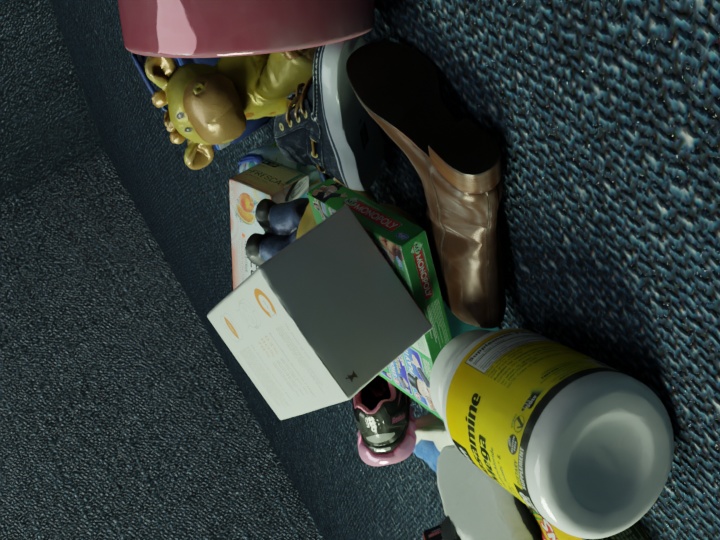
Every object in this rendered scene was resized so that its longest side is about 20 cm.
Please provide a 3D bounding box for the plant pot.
[{"bbox_3d":[-0.092,-0.267,0.775,0.200,0.197,0.182,-145,47,-61],"label":"plant pot"}]

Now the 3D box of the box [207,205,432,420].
[{"bbox_3d":[-0.043,0.044,0.894,0.125,0.097,0.200,54,157,-2],"label":"box"}]

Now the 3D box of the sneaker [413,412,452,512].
[{"bbox_3d":[0.098,0.216,1.127,0.200,0.076,0.113,-18,90,69],"label":"sneaker"}]

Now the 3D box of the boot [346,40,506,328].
[{"bbox_3d":[0.057,-0.064,0.840,0.187,0.064,0.201,56,168,36],"label":"boot"}]

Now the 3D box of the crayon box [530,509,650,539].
[{"bbox_3d":[0.200,0.259,0.905,0.128,0.050,0.201,56,164,27],"label":"crayon box"}]

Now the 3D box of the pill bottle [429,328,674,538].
[{"bbox_3d":[0.129,0.108,0.766,0.114,0.111,0.200,68,165,-18],"label":"pill bottle"}]

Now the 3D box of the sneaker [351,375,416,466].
[{"bbox_3d":[0.020,0.108,1.115,0.202,0.078,0.096,-93,-17,-49],"label":"sneaker"}]

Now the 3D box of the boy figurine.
[{"bbox_3d":[-0.022,-0.042,1.009,0.198,0.126,0.064,-1,158,38],"label":"boy figurine"}]

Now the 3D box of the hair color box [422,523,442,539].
[{"bbox_3d":[0.129,0.314,1.048,0.200,0.100,0.062,-111,-3,-78],"label":"hair color box"}]

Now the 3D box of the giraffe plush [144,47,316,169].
[{"bbox_3d":[-0.125,-0.187,1.035,0.174,0.161,0.200,63,165,-3],"label":"giraffe plush"}]

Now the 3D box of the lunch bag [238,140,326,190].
[{"bbox_3d":[-0.077,-0.059,1.261,0.202,0.082,0.161,68,167,-14],"label":"lunch bag"}]

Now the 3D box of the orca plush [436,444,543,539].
[{"bbox_3d":[0.136,0.212,0.879,0.070,0.107,0.199,22,176,-28],"label":"orca plush"}]

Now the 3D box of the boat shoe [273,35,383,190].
[{"bbox_3d":[-0.037,-0.141,0.905,0.090,0.072,0.201,19,156,15],"label":"boat shoe"}]

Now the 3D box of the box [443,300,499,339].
[{"bbox_3d":[0.115,0.111,0.943,0.202,0.049,0.082,65,164,-5],"label":"box"}]

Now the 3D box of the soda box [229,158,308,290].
[{"bbox_3d":[-0.101,-0.016,1.159,0.063,0.068,0.203,23,127,29],"label":"soda box"}]

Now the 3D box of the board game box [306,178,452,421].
[{"bbox_3d":[0.025,0.028,0.908,0.134,0.029,0.202,33,148,46],"label":"board game box"}]

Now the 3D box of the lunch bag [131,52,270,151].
[{"bbox_3d":[-0.190,-0.243,1.200,0.202,0.131,0.136,62,173,3],"label":"lunch bag"}]
